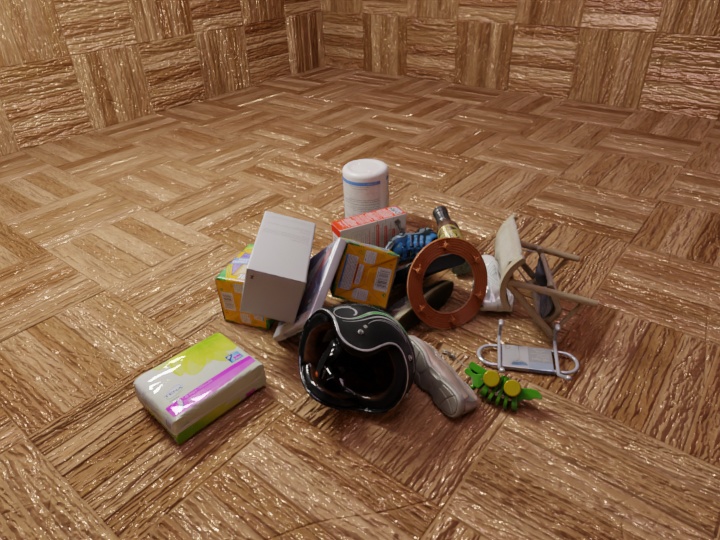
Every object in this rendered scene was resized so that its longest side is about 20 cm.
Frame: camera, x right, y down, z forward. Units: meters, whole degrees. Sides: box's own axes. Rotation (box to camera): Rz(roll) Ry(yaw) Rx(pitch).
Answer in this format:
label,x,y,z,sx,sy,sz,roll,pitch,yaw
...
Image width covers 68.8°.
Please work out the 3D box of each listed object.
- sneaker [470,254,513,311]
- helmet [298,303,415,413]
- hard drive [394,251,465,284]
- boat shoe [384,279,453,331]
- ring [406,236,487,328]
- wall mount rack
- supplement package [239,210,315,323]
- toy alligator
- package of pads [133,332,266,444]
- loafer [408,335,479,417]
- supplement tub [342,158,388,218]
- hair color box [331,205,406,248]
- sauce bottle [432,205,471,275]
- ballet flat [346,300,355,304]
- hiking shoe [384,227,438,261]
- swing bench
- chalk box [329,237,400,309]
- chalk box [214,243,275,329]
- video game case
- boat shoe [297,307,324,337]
label,x,y,z,sx,sy,sz,roll,pitch,yaw
sneaker,0.297,0.026,1.252,0.080,0.071,0.201,-7,33,-2
helmet,0.002,0.157,0.955,0.190,0.201,0.200,14,23,-31
hard drive,0.138,0.000,1.232,0.139,0.033,0.200,-15,-5,-18
boat shoe,0.130,0.069,1.193,0.200,0.072,0.066,-32,48,-31
ring,0.193,0.029,1.139,0.199,0.202,0.019,-14,13,-18
wall mount rack,0.329,0.168,1.021,0.199,0.075,0.174,4,33,11
supplement package,-0.167,-0.010,1.085,0.116,0.118,0.201,14,38,-8
toy alligator,0.232,0.210,0.975,0.199,0.059,0.055,22,82,21
package of pads,-0.304,0.212,0.998,0.154,0.069,0.200,25,41,35
loafer,0.146,0.198,1.006,0.063,0.072,0.200,-1,34,-33
supplement tub,0.017,-0.205,1.508,0.131,0.201,0.132,-1,32,1
hair color box,0.024,-0.095,1.418,0.199,0.112,0.064,-16,35,-21
sauce bottle,0.235,-0.083,1.373,0.064,0.065,0.201,-9,54,-11
ballet flat,0.005,0.127,1.121,0.069,0.070,0.200,-19,36,-25
hiking shoe,0.145,-0.062,1.392,0.199,0.075,0.087,-26,38,-32
swing bench,0.374,0.012,1.139,0.199,0.130,0.199,30,33,-7
chalk box,0.000,0.000,1.203,0.123,0.126,0.200,15,4,-9
chalk box,-0.228,0.023,1.238,0.123,0.125,0.200,10,36,18
video game case,-0.109,0.042,1.115,0.023,0.182,0.201,31,60,-19
boat shoe,-0.109,0.090,1.186,0.065,0.075,0.202,29,19,-25
